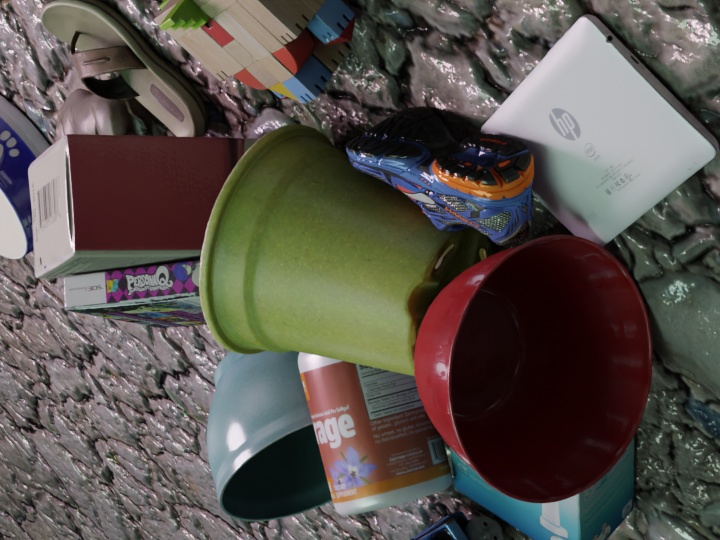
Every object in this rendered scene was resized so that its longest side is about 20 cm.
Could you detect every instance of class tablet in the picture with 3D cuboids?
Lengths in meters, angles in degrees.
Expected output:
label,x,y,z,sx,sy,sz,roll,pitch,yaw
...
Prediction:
label,x,y,z,sx,sy,sz,roll,pitch,yaw
tablet,0.164,-0.093,1.244,0.130,0.014,0.200,46,153,2

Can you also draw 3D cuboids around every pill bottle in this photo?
label,x,y,z,sx,sy,sz,roll,pitch,yaw
pill bottle,0.007,0.113,1.586,0.112,0.112,0.201,-24,80,62

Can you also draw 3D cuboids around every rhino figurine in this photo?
label,x,y,z,sx,sy,sz,roll,pitch,yaw
rhino figurine,-0.267,-0.140,1.753,0.200,0.060,0.088,4,112,55

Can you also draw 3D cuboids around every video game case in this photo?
label,x,y,z,sx,sy,sz,roll,pitch,yaw
video game case,-0.150,0.022,1.625,0.181,0.036,0.200,-7,171,19

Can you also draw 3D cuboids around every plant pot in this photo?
label,x,y,z,sx,sy,sz,roll,pitch,yaw
plant pot,0.000,0.000,1.431,0.184,0.200,0.201,19,144,29
plant pot,-0.070,0.141,1.742,0.201,0.200,0.134,96,152,-57

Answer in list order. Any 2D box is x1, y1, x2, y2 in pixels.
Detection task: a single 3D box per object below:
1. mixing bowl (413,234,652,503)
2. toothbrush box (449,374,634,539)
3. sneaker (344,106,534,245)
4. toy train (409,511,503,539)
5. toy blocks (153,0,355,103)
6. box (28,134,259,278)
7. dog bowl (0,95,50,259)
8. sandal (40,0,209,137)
label,x,y,z,sx,sy,sz,roll,pitch,yaw
mixing bowl,0.114,0.069,1.335,0.108,0.200,0.200,9,135,54
toothbrush box,0.154,0.141,1.500,0.146,0.085,0.200,30,150,31
sneaker,0.058,-0.068,1.343,0.200,0.075,0.079,28,141,50
toy train,0.081,0.301,1.797,0.087,0.114,0.200,52,154,6
toy blocks,-0.073,-0.190,1.389,0.137,0.100,0.200,41,156,-16
box,-0.186,-0.056,1.576,0.128,0.199,0.109,-22,72,62
dog bowl,-0.423,-0.113,2.002,0.200,0.079,0.200,35,151,23
sandal,-0.228,-0.188,1.636,0.201,0.057,0.080,40,153,13
